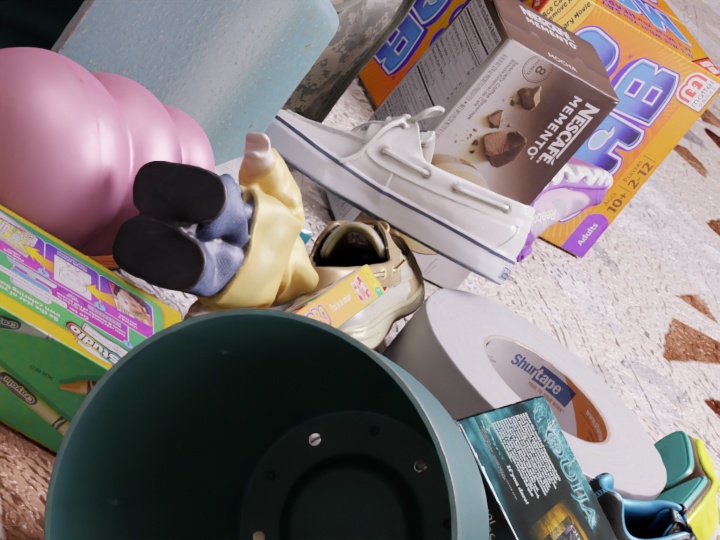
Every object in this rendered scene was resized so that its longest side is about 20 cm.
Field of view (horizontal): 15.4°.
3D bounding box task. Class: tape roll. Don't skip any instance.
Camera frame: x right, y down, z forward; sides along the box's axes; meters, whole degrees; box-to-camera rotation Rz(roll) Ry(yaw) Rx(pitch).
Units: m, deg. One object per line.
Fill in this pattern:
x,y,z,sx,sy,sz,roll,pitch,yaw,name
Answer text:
0.104,0.101,1.761,0.200,0.066,0.200,33,19,-13,tape roll

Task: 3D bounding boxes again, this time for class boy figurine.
-0.073,-0.019,1.557,0.064,0.125,0.200,17,0,17,boy figurine

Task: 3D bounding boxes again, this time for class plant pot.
-0.132,-0.177,1.705,0.200,0.196,0.197,21,24,-39,plant pot
-0.028,0.125,1.277,0.201,0.201,0.161,44,8,17,plant pot

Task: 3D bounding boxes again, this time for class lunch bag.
-0.060,-0.216,1.987,0.164,0.200,0.117,47,20,22,lunch bag

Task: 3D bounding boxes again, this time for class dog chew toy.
-0.162,-0.062,1.544,0.200,0.125,0.125,3,39,-53,dog chew toy

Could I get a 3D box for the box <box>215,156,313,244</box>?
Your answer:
-0.106,-0.077,1.810,0.082,0.049,0.200,24,23,-36,box

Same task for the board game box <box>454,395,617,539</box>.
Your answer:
0.118,0.173,1.564,0.201,0.028,0.135,63,25,9,board game box

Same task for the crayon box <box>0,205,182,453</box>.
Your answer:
-0.187,0.023,1.413,0.200,0.058,0.119,32,20,-19,crayon box

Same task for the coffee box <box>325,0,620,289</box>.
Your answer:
0.079,-0.096,1.957,0.113,0.200,0.080,27,26,-31,coffee box

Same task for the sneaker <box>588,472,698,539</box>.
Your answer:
0.196,0.195,1.685,0.200,0.082,0.073,27,22,-32,sneaker

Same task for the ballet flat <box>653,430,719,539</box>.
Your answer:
0.225,0.169,1.841,0.067,0.067,0.200,58,15,-8,ballet flat

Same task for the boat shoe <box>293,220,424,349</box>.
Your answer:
0.000,0.000,1.763,0.074,0.067,0.200,-1,16,10,boat shoe

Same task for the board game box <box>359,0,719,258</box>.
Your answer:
0.145,-0.174,2.265,0.200,0.200,0.200,26,23,-34,board game box

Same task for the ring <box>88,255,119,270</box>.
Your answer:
-0.214,-0.072,1.650,0.200,0.019,0.201,35,18,-13,ring

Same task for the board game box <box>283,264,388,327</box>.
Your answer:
-0.051,0.043,1.562,0.030,0.095,0.200,60,19,1,board game box

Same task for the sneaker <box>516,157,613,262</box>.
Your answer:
0.128,-0.051,2.124,0.080,0.089,0.200,20,15,31,sneaker

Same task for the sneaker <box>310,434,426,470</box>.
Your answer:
-0.013,0.095,1.545,0.098,0.071,0.200,47,21,17,sneaker

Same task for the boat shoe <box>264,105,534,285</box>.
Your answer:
0.028,-0.075,1.802,0.201,0.086,0.075,29,-2,6,boat shoe
